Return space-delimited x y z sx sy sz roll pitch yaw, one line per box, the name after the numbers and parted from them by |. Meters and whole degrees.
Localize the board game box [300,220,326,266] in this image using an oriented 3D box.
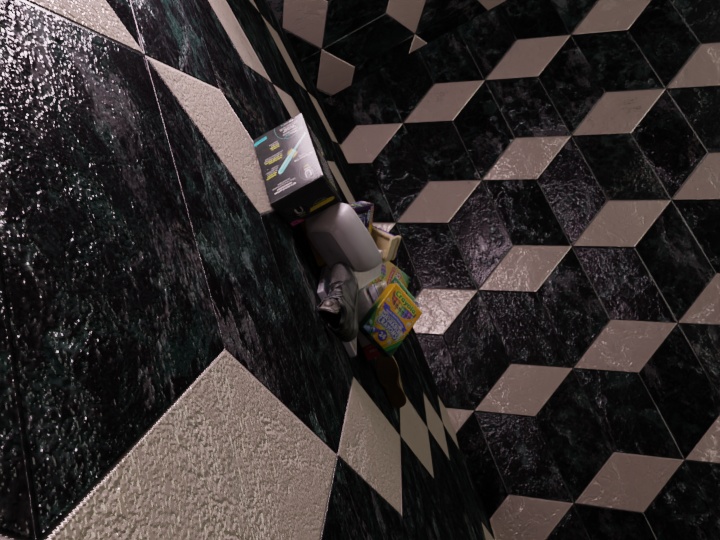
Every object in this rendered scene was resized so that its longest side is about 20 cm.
-0.139 -0.110 1.484 0.095 0.029 0.205 -11 80 -82 | board game box

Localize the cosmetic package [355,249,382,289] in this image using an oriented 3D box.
0.000 0.000 1.560 0.199 0.049 0.085 -31 131 -57 | cosmetic package

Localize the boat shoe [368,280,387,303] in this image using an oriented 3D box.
0.088 0.126 1.592 0.072 0.061 0.203 -96 162 -66 | boat shoe

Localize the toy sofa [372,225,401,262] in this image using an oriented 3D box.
0.034 -0.109 1.701 0.197 0.085 0.097 27 22 23 | toy sofa

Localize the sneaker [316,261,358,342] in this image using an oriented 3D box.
-0.054 0.061 1.272 0.114 0.074 0.205 43 41 -59 | sneaker

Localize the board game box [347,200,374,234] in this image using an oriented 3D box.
-0.025 -0.098 1.584 0.164 0.055 0.206 -24 123 -61 | board game box

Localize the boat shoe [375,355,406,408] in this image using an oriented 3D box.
0.089 0.330 1.631 0.065 0.069 0.205 -107 -179 -69 | boat shoe

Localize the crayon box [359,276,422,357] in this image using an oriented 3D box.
0.095 0.131 1.526 0.126 0.201 0.051 46 -23 -16 | crayon box

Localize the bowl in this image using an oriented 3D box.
-0.056 -0.072 1.370 0.197 0.075 0.202 7 -43 53 | bowl

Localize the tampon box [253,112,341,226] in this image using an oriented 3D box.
-0.158 -0.246 1.303 0.126 0.147 0.204 48 20 -61 | tampon box

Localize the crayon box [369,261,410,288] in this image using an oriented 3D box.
0.071 0.033 1.743 0.198 0.050 0.130 35 64 -31 | crayon box

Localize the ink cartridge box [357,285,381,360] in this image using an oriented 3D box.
0.019 0.147 1.602 0.145 0.082 0.204 -67 134 -79 | ink cartridge box

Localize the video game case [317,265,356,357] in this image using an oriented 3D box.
-0.060 0.106 1.411 0.183 0.023 0.204 -90 156 -70 | video game case
